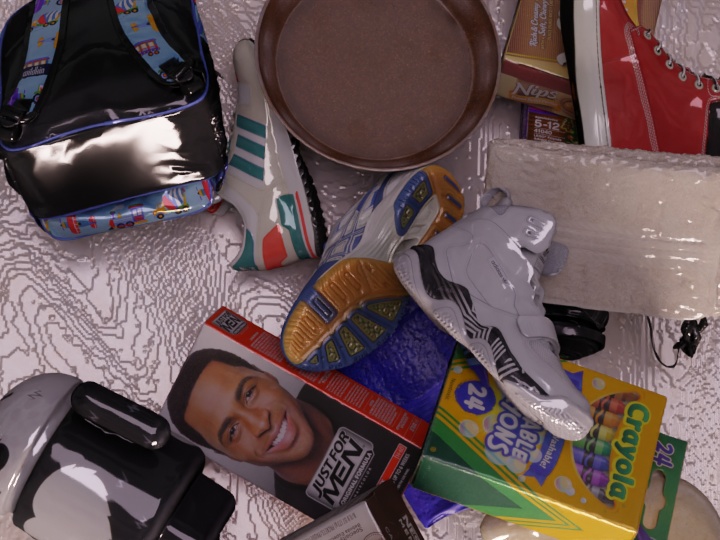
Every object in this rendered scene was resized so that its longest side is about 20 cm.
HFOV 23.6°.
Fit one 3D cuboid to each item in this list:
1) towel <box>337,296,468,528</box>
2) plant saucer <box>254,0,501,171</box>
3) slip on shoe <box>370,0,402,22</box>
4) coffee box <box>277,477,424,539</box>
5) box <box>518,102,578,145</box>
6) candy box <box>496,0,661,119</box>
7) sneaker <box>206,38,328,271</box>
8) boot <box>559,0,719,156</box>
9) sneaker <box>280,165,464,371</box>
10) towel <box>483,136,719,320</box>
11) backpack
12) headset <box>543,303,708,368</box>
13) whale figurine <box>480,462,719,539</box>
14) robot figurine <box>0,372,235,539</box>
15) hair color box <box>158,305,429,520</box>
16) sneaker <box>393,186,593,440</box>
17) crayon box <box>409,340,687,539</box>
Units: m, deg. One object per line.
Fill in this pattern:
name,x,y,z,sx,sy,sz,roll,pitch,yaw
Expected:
towel,0.065,0.090,1.387,0.147,0.050,0.201,-31,83,6
plant saucer,0.013,-0.169,1.385,0.199,0.035,0.202,2,73,-5
slip on shoe,0.010,-0.206,1.448,0.074,0.061,0.200,36,80,0
coffee box,-0.041,0.259,1.305,0.199,0.080,0.115,-30,87,17
box,0.228,-0.084,1.426,0.198,0.039,0.137,11,47,-3
candy box,0.191,-0.223,1.444,0.115,0.055,0.201,17,63,1
sneaker,-0.094,-0.092,1.412,0.093,0.070,0.201,-18,75,6
boot,0.233,-0.167,1.339,0.143,0.072,0.202,-10,101,2
sneaker,0.000,0.000,1.362,0.200,0.088,0.075,-48,116,-20
towel,0.191,-0.033,1.327,0.198,0.035,0.133,8,116,12
backpack,-0.200,-0.144,1.377,0.181,0.135,0.201,-14,45,0
headset,0.186,0.016,1.406,0.199,0.094,0.124,29,78,12
whale figurine,0.187,0.210,1.358,0.199,0.104,0.160,21,80,-9
robot figurine,-0.199,0.163,1.314,0.199,0.125,0.151,30,90,2
hair color box,-0.051,0.124,1.356,0.199,0.061,0.102,29,107,5
sneaker,0.124,0.026,1.270,0.115,0.075,0.200,-43,63,-3
crayon box,0.151,0.134,1.300,0.199,0.052,0.126,20,53,2
